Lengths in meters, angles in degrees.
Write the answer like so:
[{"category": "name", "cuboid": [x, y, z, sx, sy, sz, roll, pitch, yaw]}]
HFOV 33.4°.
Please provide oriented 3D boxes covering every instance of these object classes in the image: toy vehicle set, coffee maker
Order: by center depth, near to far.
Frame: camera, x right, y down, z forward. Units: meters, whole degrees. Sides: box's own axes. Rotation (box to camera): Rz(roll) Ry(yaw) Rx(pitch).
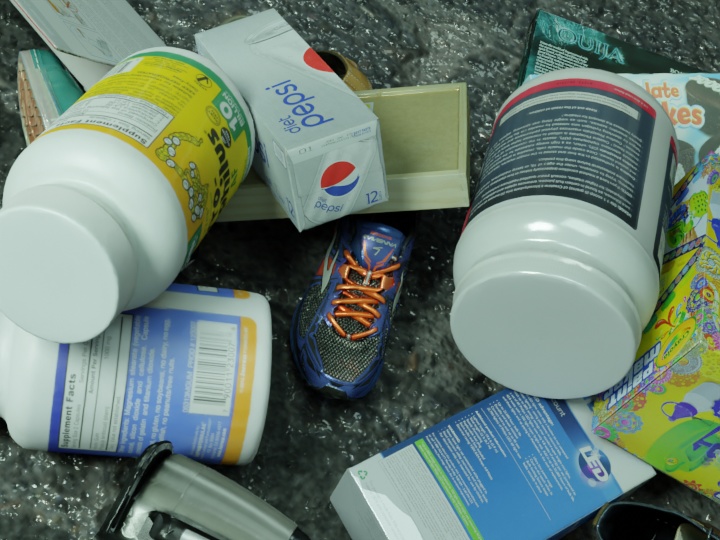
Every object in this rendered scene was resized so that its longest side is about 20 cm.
[{"category": "coffee maker", "cuboid": [-0.068, 0.224, 0.683, 0.198, 0.135, 0.194, 25, 97, 5]}, {"category": "toy vehicle set", "cuboid": [-0.019, -0.087, 0.868, 0.197, 0.027, 0.125, -3, 38, 9]}]

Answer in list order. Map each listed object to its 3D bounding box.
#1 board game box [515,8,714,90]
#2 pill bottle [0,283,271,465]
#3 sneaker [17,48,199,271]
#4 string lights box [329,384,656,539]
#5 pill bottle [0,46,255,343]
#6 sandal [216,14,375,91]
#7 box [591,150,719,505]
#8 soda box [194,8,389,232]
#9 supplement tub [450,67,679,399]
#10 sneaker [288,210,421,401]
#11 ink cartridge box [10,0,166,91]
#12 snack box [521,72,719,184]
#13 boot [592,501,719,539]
[{"category": "board game box", "cuboid": [0.231, -0.140, 1.043, 0.197, 0.028, 0.137, 19, 56, -4]}, {"category": "pill bottle", "cuboid": [-0.160, 0.060, 0.756, 0.197, 0.112, 0.114, 6, 58, -12]}, {"category": "sneaker", "cuboid": [-0.183, -0.074, 0.859, 0.079, 0.071, 0.202, -20, 74, -28]}, {"category": "string lights box", "cuboid": [0.091, 0.145, 0.812, 0.198, 0.059, 0.103, -22, 69, -27]}, {"category": "pill bottle", "cuboid": [-0.142, -0.047, 0.714, 0.112, 0.114, 0.201, 26, 33, 0]}, {"category": "sandal", "cuboid": [-0.031, -0.149, 0.953, 0.199, 0.055, 0.082, 37, 57, 7]}, {"category": "box", "cuboid": [0.285, 0.060, 0.849, 0.198, 0.122, 0.194, 29, 46, -10]}, {"category": "soda box", "cuboid": [-0.051, -0.110, 0.829, 0.067, 0.064, 0.200, -20, 38, -14]}, {"category": "supplement tub", "cuboid": [0.142, -0.029, 0.831, 0.139, 0.141, 0.202, 23, 50, -2]}, {"category": "sneaker", "cuboid": [0.000, 0.000, 0.860, 0.074, 0.079, 0.202, 16, 57, -6]}, {"category": "ink cartridge box", "cuboid": [-0.223, -0.190, 0.859, 0.200, 0.044, 0.173, 48, 19, 19]}, {"category": "snack box", "cuboid": [0.232, -0.100, 0.979, 0.197, 0.037, 0.118, -2, 79, -9]}, {"category": "boot", "cuboid": [0.228, 0.205, 0.743, 0.096, 0.199, 0.076, 26, 91, -30]}]
